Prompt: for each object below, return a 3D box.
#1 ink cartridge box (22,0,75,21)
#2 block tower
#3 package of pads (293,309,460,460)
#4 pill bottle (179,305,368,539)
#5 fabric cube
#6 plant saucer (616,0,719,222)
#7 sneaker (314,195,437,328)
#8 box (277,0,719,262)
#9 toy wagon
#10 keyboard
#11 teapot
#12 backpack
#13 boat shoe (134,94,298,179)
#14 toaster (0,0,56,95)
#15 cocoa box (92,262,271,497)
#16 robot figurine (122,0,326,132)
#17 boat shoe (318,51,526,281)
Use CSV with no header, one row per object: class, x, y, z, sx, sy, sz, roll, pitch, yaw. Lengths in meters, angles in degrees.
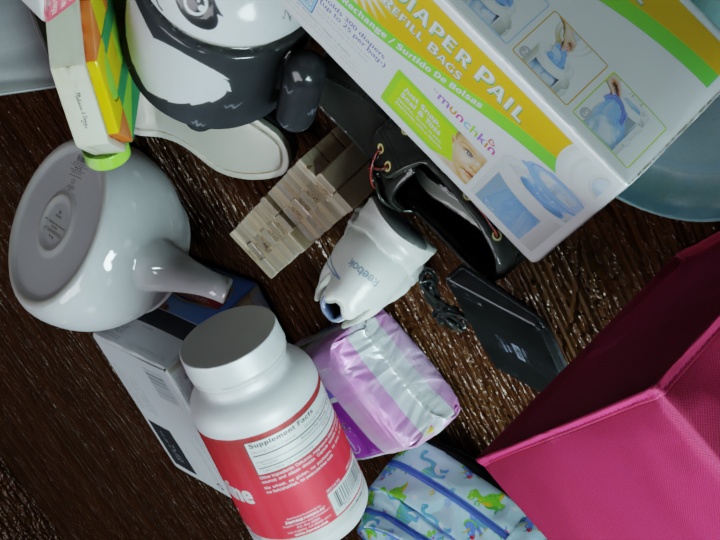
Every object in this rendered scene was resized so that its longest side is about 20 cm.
ink cartridge box,-0.149,-0.258,0.747,0.146,0.200,0.085,44,161,6
block tower,-0.041,-0.053,1.054,0.054,0.058,0.200,48,153,-3
package of pads,-0.005,0.108,1.207,0.121,0.076,0.200,54,154,-4
pill bottle,-0.075,0.134,1.140,0.112,0.112,0.200,16,136,48
fabric cube,0.220,0.092,0.687,0.199,0.200,0.196,48,156,1
plant saucer,0.145,-0.112,0.706,0.200,0.027,0.200,35,152,22
sneaker,0.000,0.000,0.998,0.074,0.087,0.200,41,176,5
box,0.067,-0.121,0.663,0.200,0.101,0.113,46,155,3
toy wagon,-0.181,-0.173,0.924,0.040,0.200,0.155,-6,133,4
keyboard,0.094,0.039,0.949,0.127,0.021,0.200,28,168,23
teapot,-0.233,-0.026,1.292,0.146,0.200,0.197,19,137,-42
backpack,0.096,0.231,1.177,0.200,0.154,0.163,48,178,27
boat shoe,-0.123,-0.125,1.064,0.200,0.062,0.075,17,127,33
toaster,-0.268,-0.225,0.911,0.118,0.200,0.181,-5,137,5
cocoa box,-0.148,0.109,1.370,0.133,0.131,0.200,18,143,45
robot figurine,-0.092,-0.168,0.876,0.150,0.125,0.200,12,156,-9
boat shoe,0.037,-0.074,0.894,0.201,0.063,0.074,41,157,15
